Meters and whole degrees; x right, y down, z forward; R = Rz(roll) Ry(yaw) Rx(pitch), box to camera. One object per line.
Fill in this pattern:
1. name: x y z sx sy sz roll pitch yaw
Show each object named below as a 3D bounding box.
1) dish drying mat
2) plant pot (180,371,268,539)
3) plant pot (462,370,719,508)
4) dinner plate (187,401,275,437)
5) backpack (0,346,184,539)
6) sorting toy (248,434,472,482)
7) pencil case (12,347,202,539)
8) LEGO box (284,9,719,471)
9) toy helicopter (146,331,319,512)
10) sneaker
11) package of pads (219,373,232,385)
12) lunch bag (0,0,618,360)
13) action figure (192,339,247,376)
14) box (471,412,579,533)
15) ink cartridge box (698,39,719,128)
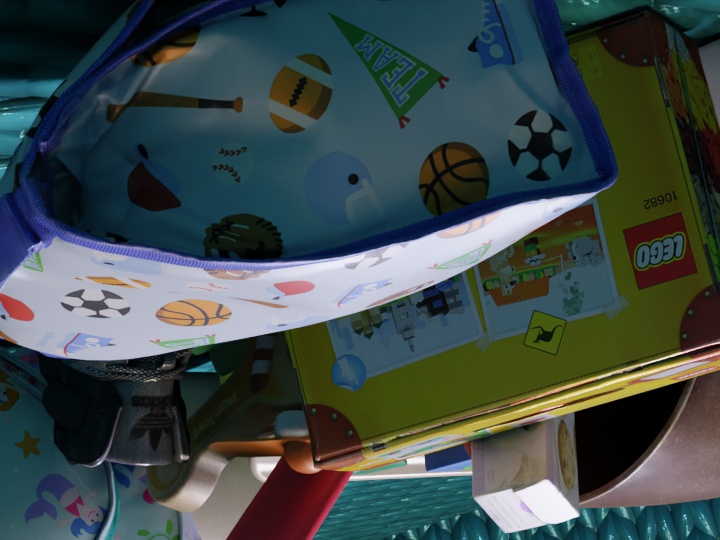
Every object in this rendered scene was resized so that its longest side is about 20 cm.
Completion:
1. dish drying mat: -0.014 0.088 1.300 0.077 0.018 0.200 -24 -153 56
2. plant pot: -0.170 0.144 1.674 0.200 0.188 0.187 13 154 -41
3. plant pot: 0.177 0.041 1.331 0.200 0.187 0.187 13 155 -38
4. dinner plate: -0.015 0.059 1.468 0.200 0.024 0.200 -19 169 -4
5. backpack: -0.193 0.138 1.368 0.178 0.200 0.151 -56 -174 -15
6. sorting toy: 0.052 0.094 1.511 0.185 0.037 0.200 -1 162 -24
7. pencil case: -0.142 0.128 1.485 0.083 0.200 0.091 -26 171 4
8. LEGO box: 0.064 -0.009 1.139 0.200 0.149 0.077 -17 170 20
9. toy helicopter: -0.041 0.061 1.274 0.079 0.132 0.200 19 131 -34
10. sneaker: -0.095 0.033 1.242 0.075 0.114 0.200 2 164 -34
11. package of pads: 0.006 0.052 1.647 0.154 0.068 0.200 -18 169 18
12. lunch bag: -0.041 -0.038 0.913 0.200 0.124 0.170 -19 173 -19
13. action figure: 0.000 0.000 1.387 0.200 0.055 0.118 -17 168 13
14. box: 0.074 0.026 1.225 0.039 0.200 0.041 -15 141 20
15. ink cartridge box: 0.268 -0.047 1.222 0.146 0.147 0.200 -19 169 25
